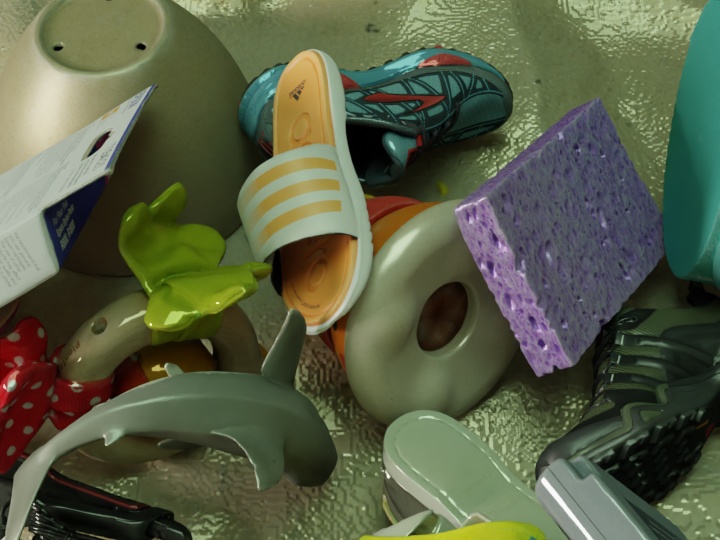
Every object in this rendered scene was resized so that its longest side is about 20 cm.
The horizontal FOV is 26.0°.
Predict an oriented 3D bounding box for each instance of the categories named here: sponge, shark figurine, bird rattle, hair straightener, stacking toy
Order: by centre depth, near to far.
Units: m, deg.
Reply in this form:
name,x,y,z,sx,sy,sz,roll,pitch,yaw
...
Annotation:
name,x,y,z,sx,sy,sz,roll,pitch,yaw
shark figurine,-0.088,0.097,0.849,0.212,0.129,0.090,-3,40,-30
bird rattle,-0.130,0.061,0.907,0.200,0.163,0.113,-44,48,-4
hair straightener,-0.186,0.153,0.913,0.198,0.041,0.077,20,38,10
sponge,0.131,-0.026,0.960,0.030,0.112,0.200,-23,9,36
stacking toy,0.000,0.000,0.996,0.146,0.147,0.199,-35,39,-23

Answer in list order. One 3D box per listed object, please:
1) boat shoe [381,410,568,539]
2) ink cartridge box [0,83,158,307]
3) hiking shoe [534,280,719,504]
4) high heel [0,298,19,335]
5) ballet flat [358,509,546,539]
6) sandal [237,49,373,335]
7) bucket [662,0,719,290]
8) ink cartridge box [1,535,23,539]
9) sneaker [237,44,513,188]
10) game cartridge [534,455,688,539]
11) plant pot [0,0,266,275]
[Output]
name,x,y,z,sx,sy,sz,roll,pitch,yaw
boat shoe,0.084,0.165,0.880,0.072,0.061,0.202,-27,56,-31
ink cartridge box,-0.204,-0.024,0.912,0.198,0.044,0.197,-27,18,10
hiking shoe,0.168,0.076,0.948,0.199,0.076,0.100,-27,46,-29
high heel,-0.296,0.069,0.990,0.067,0.096,0.200,42,79,-15
ballet flat,0.039,0.158,0.816,0.067,0.200,0.067,38,68,-13
sandal,-0.045,-0.054,0.932,0.059,0.079,0.208,20,44,-34
bucket,0.271,-0.073,0.957,0.133,0.208,0.209,7,52,-1
ink cartridge box,-0.136,0.249,0.806,0.198,0.084,0.146,20,55,18
sneaker,0.021,-0.090,1.057,0.198,0.080,0.096,-9,46,-20
game cartridge,0.167,0.170,0.794,0.041,0.200,0.134,-39,57,8
plant pot,-0.167,-0.117,1.067,0.198,0.135,0.202,-2,51,2
